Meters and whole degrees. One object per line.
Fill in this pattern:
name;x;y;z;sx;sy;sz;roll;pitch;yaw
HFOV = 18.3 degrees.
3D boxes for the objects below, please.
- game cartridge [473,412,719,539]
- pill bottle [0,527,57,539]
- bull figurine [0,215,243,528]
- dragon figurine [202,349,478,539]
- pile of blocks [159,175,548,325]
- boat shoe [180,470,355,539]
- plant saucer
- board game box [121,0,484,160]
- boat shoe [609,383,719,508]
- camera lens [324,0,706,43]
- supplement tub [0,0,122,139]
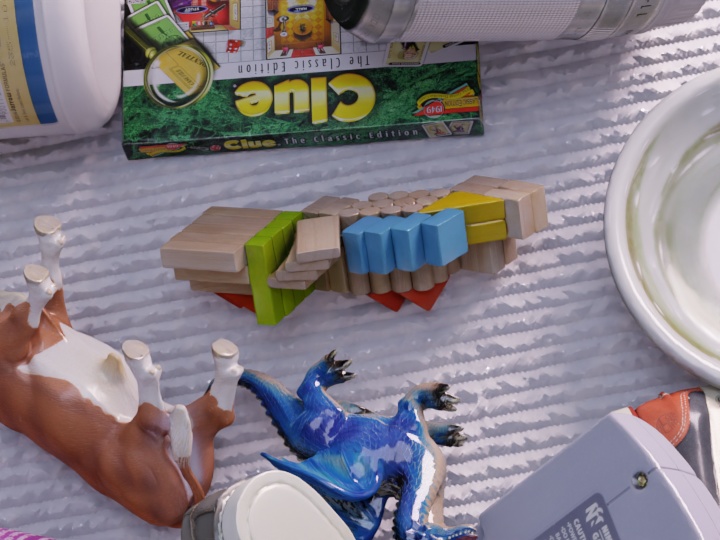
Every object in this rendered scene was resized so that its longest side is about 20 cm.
game cartridge;0.127;0.174;1.042;0.133;0.042;0.200;-39;52;27
pill bottle;-0.166;0.182;1.077;0.200;0.112;0.112;10;67;10
bull figurine;-0.152;0.052;1.146;0.200;0.121;0.065;31;38;10
dragon figurine;-0.012;0.099;1.107;0.200;0.059;0.099;16;54;21
pile of blocks;0.000;0.000;1.167;0.200;0.062;0.082;-7;23;5
boat shoe;-0.009;0.182;1.058;0.202;0.060;0.072;54;48;-13
plant saucer;0.226;-0.015;1.161;0.200;0.050;0.200;-2;63;4
board game box;-0.033;-0.118;1.253;0.200;0.023;0.105;-4;67;4
boat shoe;0.181;0.146;1.085;0.062;0.071;0.200;-16;60;-5
camera lens;0.076;-0.201;1.184;0.200;0.160;0.160;-2;64;-14
supplement tub;-0.238;-0.140;1.216;0.200;0.145;0.145;-4;65;4
